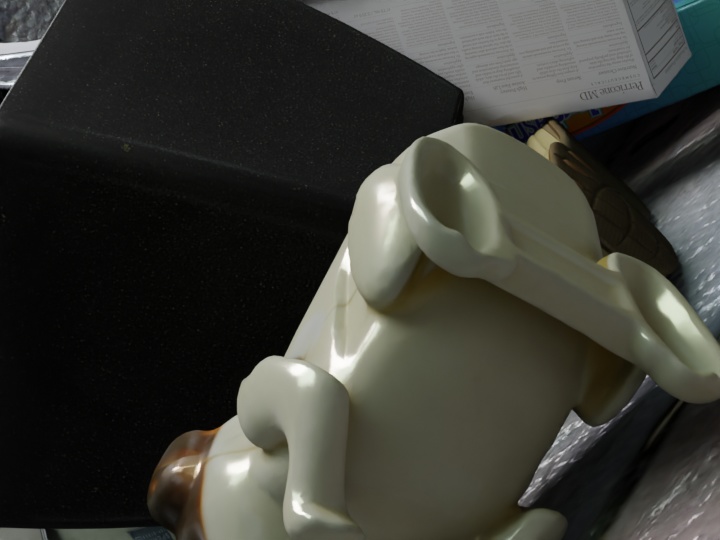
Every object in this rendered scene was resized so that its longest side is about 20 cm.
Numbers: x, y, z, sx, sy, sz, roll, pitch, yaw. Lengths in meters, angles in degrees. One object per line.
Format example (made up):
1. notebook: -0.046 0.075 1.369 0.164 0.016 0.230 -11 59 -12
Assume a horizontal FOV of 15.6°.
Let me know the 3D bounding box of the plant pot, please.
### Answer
1. plant pot: -0.054 -0.008 1.143 0.200 0.176 0.201 -73 -10 -58

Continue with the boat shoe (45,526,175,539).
1. boat shoe: -0.087 0.109 1.253 0.071 0.070 0.200 -39 12 -32

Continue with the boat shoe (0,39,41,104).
1. boat shoe: -0.195 -0.076 1.390 0.199 0.072 0.068 -7 30 31

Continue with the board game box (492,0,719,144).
1. board game box: 0.111 -0.113 1.273 0.199 0.045 0.152 -22 21 24

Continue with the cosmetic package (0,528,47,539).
1. cosmetic package: -0.227 0.110 1.364 0.073 0.104 0.200 -17 10 -19

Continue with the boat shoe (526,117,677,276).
1. boat shoe: 0.084 -0.011 1.098 0.068 0.072 0.200 -47 6 8

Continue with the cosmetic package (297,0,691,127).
1. cosmetic package: 0.042 -0.107 1.179 0.199 0.083 0.051 -8 22 33

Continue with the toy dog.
1. toy dog: 0.005 0.050 0.958 0.201 0.139 0.194 -54 32 18
